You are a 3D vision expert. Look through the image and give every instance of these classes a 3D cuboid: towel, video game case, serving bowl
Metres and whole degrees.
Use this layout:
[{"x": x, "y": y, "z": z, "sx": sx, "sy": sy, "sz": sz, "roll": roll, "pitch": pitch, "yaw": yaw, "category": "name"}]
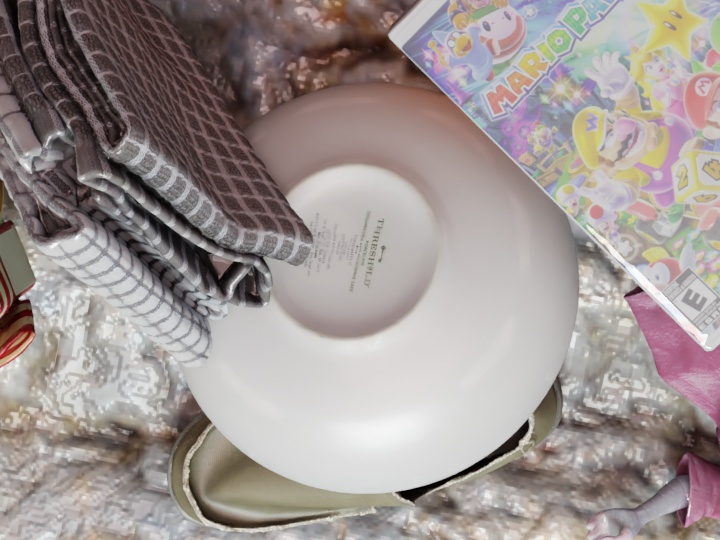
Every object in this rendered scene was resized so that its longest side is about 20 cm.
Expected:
[{"x": -0.116, "y": -0.074, "z": 1.128, "sx": 0.085, "sy": 0.166, "sz": 0.200, "roll": -35, "pitch": 58, "yaw": 6, "category": "towel"}, {"x": 0.131, "y": -0.082, "z": 1.083, "sx": 0.200, "sy": 0.018, "sz": 0.143, "roll": 44, "pitch": 106, "yaw": -8, "category": "video game case"}, {"x": 0.000, "y": 0.000, "z": 1.184, "sx": 0.199, "sy": 0.066, "sz": 0.201, "roll": -3, "pitch": 74, "yaw": 10, "category": "serving bowl"}]

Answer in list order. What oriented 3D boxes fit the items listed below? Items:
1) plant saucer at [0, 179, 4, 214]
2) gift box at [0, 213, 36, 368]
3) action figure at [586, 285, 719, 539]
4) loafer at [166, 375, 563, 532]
[{"x": -0.276, "y": -0.040, "z": 1.241, "sx": 0.199, "sy": 0.035, "sz": 0.201, "roll": 0, "pitch": 97, "yaw": 2, "category": "plant saucer"}, {"x": -0.263, "y": -0.013, "z": 1.130, "sx": 0.184, "sy": 0.200, "sz": 0.188, "roll": -22, "pitch": 97, "yaw": 9, "category": "gift box"}, {"x": 0.196, "y": 0.076, "z": 1.224, "sx": 0.149, "sy": 0.134, "sz": 0.201, "roll": -27, "pitch": 115, "yaw": -39, "category": "action figure"}, {"x": 0.000, "y": 0.080, "z": 1.227, "sx": 0.199, "sy": 0.070, "sz": 0.076, "roll": -17, "pitch": 96, "yaw": 4, "category": "loafer"}]
